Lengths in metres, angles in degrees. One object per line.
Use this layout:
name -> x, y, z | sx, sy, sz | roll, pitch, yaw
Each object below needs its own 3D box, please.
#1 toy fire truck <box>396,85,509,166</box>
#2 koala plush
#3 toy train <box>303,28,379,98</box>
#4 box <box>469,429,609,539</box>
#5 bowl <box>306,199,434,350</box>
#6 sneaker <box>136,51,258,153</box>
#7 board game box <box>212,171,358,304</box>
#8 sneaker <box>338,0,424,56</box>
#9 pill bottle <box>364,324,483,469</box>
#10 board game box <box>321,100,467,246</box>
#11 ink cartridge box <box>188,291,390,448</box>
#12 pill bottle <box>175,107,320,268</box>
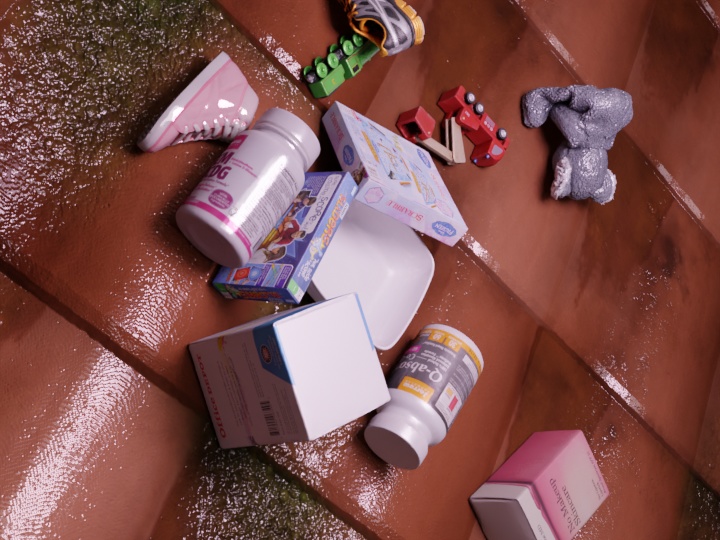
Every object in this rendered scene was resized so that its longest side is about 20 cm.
toy fire truck -> 0.160, -0.227, 1.670 | 0.200, 0.048, 0.142 | 43, 57, -26
koala plush -> 0.400, -0.221, 1.805 | 0.176, 0.183, 0.203 | 7, 88, -38
toy train -> -0.017, -0.333, 1.552 | 0.200, 0.041, 0.057 | -47, 120, -36
box -> 0.291, 0.364, 1.612 | 0.199, 0.108, 0.129 | -35, 103, -39
bowl -> 0.000, 0.000, 1.470 | 0.200, 0.074, 0.201 | 47, 54, -22
sneaker -> -0.206, -0.200, 1.338 | 0.105, 0.075, 0.201 | 48, 50, -15
board game box -> -0.100, -0.048, 1.353 | 0.035, 0.134, 0.201 | 54, 52, -41
sneaker -> 0.007, -0.405, 1.527 | 0.077, 0.079, 0.200 | -39, 70, -21
pill bottle -> 0.093, 0.186, 1.480 | 0.117, 0.116, 0.201 | 50, 53, -20
board game box -> 0.050, -0.145, 1.494 | 0.198, 0.041, 0.201 | 24, 31, -34
ink cartridge box -> -0.094, 0.130, 1.279 | 0.145, 0.199, 0.148 | -20, 93, -42
pill bottle -> -0.145, -0.113, 1.329 | 0.113, 0.113, 0.201 | 45, 64, -23
